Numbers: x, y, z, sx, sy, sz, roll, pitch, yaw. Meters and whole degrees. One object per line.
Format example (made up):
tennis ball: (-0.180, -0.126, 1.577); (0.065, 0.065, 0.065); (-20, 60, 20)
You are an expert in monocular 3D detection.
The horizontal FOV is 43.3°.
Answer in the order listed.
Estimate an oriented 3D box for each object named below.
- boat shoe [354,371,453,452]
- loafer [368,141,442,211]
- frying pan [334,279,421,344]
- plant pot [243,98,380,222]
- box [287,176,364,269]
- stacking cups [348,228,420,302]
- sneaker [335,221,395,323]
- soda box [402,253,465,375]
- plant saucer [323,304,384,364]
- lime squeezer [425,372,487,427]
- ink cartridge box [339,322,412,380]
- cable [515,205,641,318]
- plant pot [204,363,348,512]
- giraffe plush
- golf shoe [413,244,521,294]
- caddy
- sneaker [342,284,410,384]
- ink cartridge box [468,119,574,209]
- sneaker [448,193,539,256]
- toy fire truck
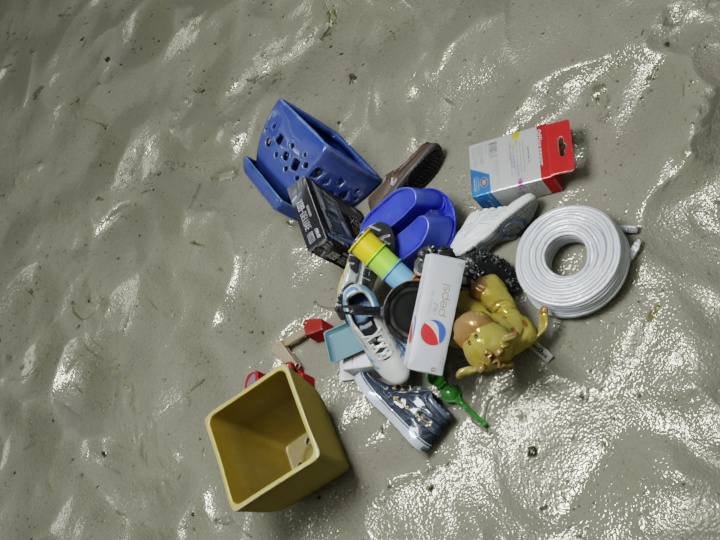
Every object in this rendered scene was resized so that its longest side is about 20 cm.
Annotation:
boat shoe: (0.080, 0.234, 1.661); (0.091, 0.071, 0.200); (-48, 60, 2)
loafer: (0.082, -0.189, 1.839); (0.200, 0.073, 0.071); (-47, 54, 5)
frying pan: (0.060, 0.087, 1.593); (0.189, 0.031, 0.115); (-20, 90, -3)
plant pot: (-0.114, -0.208, 1.897); (0.180, 0.200, 0.200); (-50, 53, 12)
box: (-0.048, -0.079, 1.792); (0.050, 0.200, 0.158); (-34, 55, 21)
stacking cups: (0.071, 0.010, 1.644); (0.200, 0.061, 0.061); (41, 93, 0)
sneaker: (0.000, 0.000, 1.718); (0.078, 0.090, 0.201); (26, 87, -6)
soda box: (0.125, 0.075, 1.553); (0.063, 0.068, 0.201); (11, 88, -4)
plant saucer: (0.025, 0.109, 1.692); (0.199, 0.019, 0.070); (-26, 58, 18)
lime squeezer: (0.156, 0.202, 1.632); (0.038, 0.071, 0.200); (-33, 80, -31)
ink cartridge box: (0.032, 0.138, 1.728); (0.199, 0.068, 0.116); (-12, 63, 26)
cable: (0.370, -0.017, 1.591); (0.199, 0.069, 0.201); (16, 78, 35)
plant pot: (-0.129, 0.325, 1.661); (0.194, 0.200, 0.196); (-34, 55, 14)
giraffe plush: (0.216, 0.116, 1.541); (0.199, 0.162, 0.173); (25, 111, 22)
golf shoe: (0.194, 0.011, 1.670); (0.199, 0.095, 0.078); (15, 53, -1)
caddy: (0.095, -0.075, 1.757); (0.200, 0.105, 0.142); (-38, 61, 34)
sneaker: (0.024, 0.118, 1.630); (0.072, 0.072, 0.201); (-29, 87, 16)
ink cartridge box: (0.310, -0.198, 1.710); (0.199, 0.067, 0.117); (-13, 64, 26)
sneaker: (0.242, -0.087, 1.702); (0.200, 0.074, 0.087); (-35, 51, 13)
toy fire truck: (-0.147, 0.186, 1.827); (0.199, 0.049, 0.142); (-18, 60, 25)
